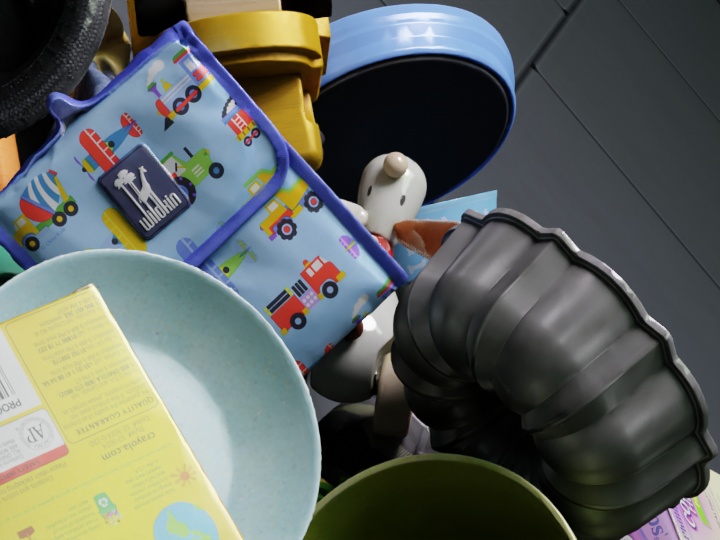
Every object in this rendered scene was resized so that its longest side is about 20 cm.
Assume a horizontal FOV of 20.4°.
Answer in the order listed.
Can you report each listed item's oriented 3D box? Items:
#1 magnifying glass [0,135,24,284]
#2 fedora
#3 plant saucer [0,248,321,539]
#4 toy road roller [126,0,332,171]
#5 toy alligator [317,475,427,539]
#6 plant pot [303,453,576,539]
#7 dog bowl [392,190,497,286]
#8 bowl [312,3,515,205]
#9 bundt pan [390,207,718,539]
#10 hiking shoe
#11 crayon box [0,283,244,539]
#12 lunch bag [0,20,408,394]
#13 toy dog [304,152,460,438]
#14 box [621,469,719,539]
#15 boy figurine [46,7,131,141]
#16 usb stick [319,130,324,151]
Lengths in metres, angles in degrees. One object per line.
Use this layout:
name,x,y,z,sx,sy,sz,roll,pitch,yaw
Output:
magnifying glass,-0.192,-0.012,1.112,0.079,0.022,0.201,29,31,-42
fedora,-0.225,-0.154,1.133,0.201,0.200,0.092,57,-8,13
plant saucer,-0.118,0.088,1.007,0.199,0.039,0.203,10,64,-21
toy road roller,-0.076,-0.117,1.218,0.200,0.122,0.148,109,-26,-79
toy alligator,-0.025,0.147,1.115,0.198,0.055,0.059,-3,7,-26
plant pot,0.065,0.221,1.082,0.200,0.186,0.188,47,17,-56
dog bowl,0.043,-0.018,1.397,0.200,0.110,0.050,-163,-120,-88
bowl,0.016,-0.104,1.396,0.200,0.200,0.040,23,40,-47
bundt pan,0.092,0.069,1.080,0.076,0.202,0.202,-39,90,-25
hiking shoe,0.042,0.145,1.203,0.100,0.076,0.200,-24,45,-29
crayon box,-0.133,0.119,0.923,0.126,0.051,0.201,-22,72,-32
lunch bag,-0.099,-0.025,1.082,0.200,0.150,0.094,48,-2,-23
toy dog,0.000,0.000,1.211,0.131,0.097,0.201,-4,56,-10
box,0.213,0.220,1.246,0.199,0.096,0.177,30,33,-46
boy figurine,-0.167,-0.111,1.197,0.064,0.125,0.201,-3,34,-15
usb stick,-0.097,-0.045,1.217,0.055,0.033,0.200,21,38,30
